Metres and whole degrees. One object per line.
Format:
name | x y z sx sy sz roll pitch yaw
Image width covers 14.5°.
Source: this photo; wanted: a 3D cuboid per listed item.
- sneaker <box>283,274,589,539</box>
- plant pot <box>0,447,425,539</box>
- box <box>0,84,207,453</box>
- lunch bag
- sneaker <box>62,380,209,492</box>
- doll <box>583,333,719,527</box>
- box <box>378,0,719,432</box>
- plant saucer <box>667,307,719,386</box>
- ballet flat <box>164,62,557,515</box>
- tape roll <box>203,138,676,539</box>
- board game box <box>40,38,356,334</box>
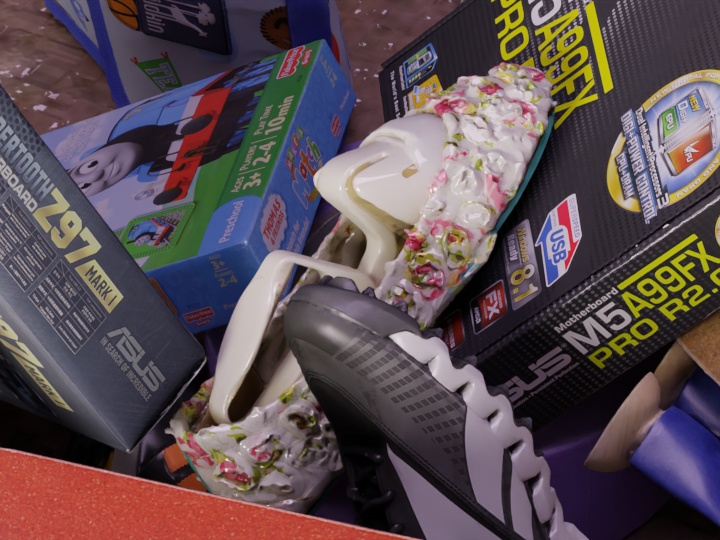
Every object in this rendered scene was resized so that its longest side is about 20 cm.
sneaker | 0.026 0.094 0.962 0.091 0.200 0.066 -47 26 -21
plant pot | -0.039 0.198 0.844 0.199 0.200 0.177 10 54 17
box | -0.160 -0.032 0.974 0.157 0.200 0.051 18 62 46
lunch bag | -0.076 -0.157 1.257 0.124 0.170 0.200 -26 46 -19
sneaker | -0.064 0.102 1.051 0.090 0.070 0.200 23 27 -16
doll | 0.181 0.098 0.990 0.200 0.049 0.136 36 34 10
box | 0.086 -0.049 1.052 0.160 0.044 0.200 -36 35 24
plant saucer | 0.198 0.028 1.044 0.200 0.036 0.200 25 24 -11
ballet flat | 0.000 0.000 1.008 0.076 0.064 0.200 15 71 58
tape roll | 0.039 0.029 1.115 0.199 0.066 0.201 -2 40 2
board game box | -0.109 -0.014 1.130 0.199 0.037 0.151 -18 29 23
